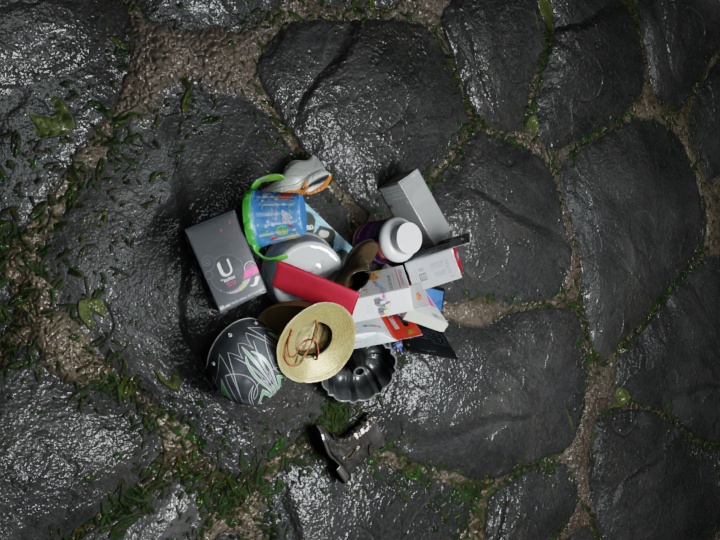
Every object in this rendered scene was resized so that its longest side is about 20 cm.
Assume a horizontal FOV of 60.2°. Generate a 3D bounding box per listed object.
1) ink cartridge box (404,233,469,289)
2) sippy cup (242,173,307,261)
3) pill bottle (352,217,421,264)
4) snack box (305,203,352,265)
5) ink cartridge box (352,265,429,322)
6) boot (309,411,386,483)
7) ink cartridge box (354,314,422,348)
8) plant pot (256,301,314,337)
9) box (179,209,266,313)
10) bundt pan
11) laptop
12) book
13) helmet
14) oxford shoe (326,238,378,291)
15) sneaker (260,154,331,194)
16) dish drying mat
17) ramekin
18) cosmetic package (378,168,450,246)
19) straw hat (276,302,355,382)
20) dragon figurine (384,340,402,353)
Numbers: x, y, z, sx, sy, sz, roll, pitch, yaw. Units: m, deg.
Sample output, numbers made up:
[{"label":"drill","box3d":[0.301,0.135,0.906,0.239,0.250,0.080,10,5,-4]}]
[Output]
[{"label":"ink cartridge box","box3d":[0.218,-0.025,1.649,0.173,0.200,0.085,-18,98,13]},{"label":"sippy cup","box3d":[-0.191,-0.123,1.423,0.128,0.140,0.180,-4,112,5]},{"label":"pill bottle","box3d":[0.069,-0.076,1.599,0.111,0.199,0.114,1,88,-30]},{"label":"snack box","box3d":[-0.109,-0.062,1.585,0.200,0.037,0.117,42,70,-23]},{"label":"ink cartridge box","box3d":[0.059,0.052,1.506,0.197,0.116,0.069,-12,120,-1]},{"label":"boot","box3d":[-0.028,0.429,1.610,0.174,0.069,0.202,-39,115,-29]},{"label":"ink cartridge box","box3d":[0.034,0.118,1.532,0.197,0.163,0.051,-11,121,-13]},{"label":"plant pot","box3d":[-0.148,0.127,1.480,0.198,0.199,0.028,27,48,-27]},{"label":"box","box3d":[-0.312,-0.022,1.414,0.121,0.106,0.202,-25,101,-20]},{"label":"bundt pan","box3d":[-0.011,0.235,1.578,0.199,0.076,0.204,-7,121,-12]},{"label":"laptop","box3d":[0.184,0.134,1.718,0.175,0.201,0.104,13,119,-29]},{"label":"book","box3d":[0.136,0.072,1.623,0.132,0.201,0.048,21,112,-29]},{"label":"helmet","box3d":[-0.257,0.203,1.396,0.197,0.190,0.203,-1,92,-30]},{"label":"oxford shoe","box3d":[0.000,0.000,1.476,0.201,0.083,0.073,-56,136,-36]},{"label":"sneaker","box3d":[-0.177,-0.221,1.542,0.198,0.076,0.093,-24,68,-17]},{"label":"dish drying mat","box3d":[-0.101,0.042,1.406,0.198,0.077,0.018,23,38,3]},{"label":"ramekin","box3d":[-0.136,0.012,1.504,0.197,0.098,0.204,-4,103,-20]},{"label":"cosmetic package","box3d":[0.150,-0.167,1.706,0.090,0.106,0.202,-37,105,-28]},{"label":"straw hat","box3d":[-0.115,0.150,1.406,0.199,0.085,0.204,-11,111,-30]},{"label":"dragon figurine","box3d":[0.061,0.129,1.646,0.058,0.099,0.203,-12,95,-31]}]
